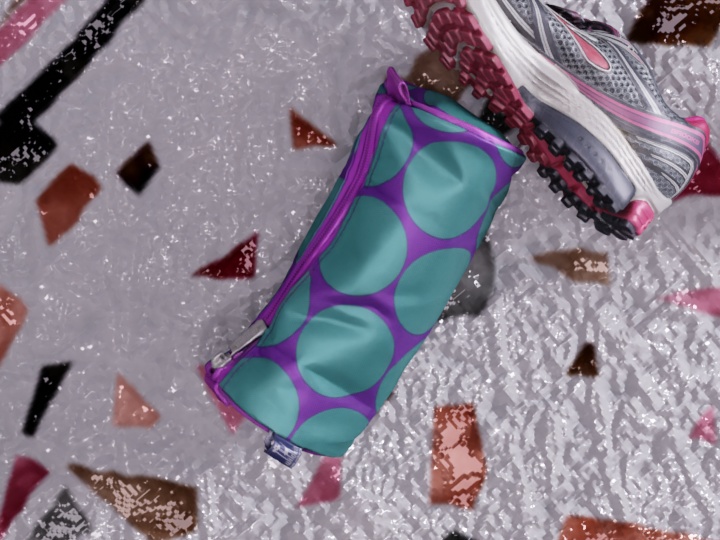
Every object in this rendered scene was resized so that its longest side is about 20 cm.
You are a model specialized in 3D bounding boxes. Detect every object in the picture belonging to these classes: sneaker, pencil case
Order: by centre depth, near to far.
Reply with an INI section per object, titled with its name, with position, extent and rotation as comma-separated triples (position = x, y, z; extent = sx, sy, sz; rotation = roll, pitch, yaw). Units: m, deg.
[sneaker]
position = 0.094, -0.110, 1.523
extent = 0.075, 0.081, 0.200
rotation = -44, 104, -14
[pencil case]
position = 0.000, 0.000, 1.533
extent = 0.092, 0.085, 0.200
rotation = 26, 100, -31
